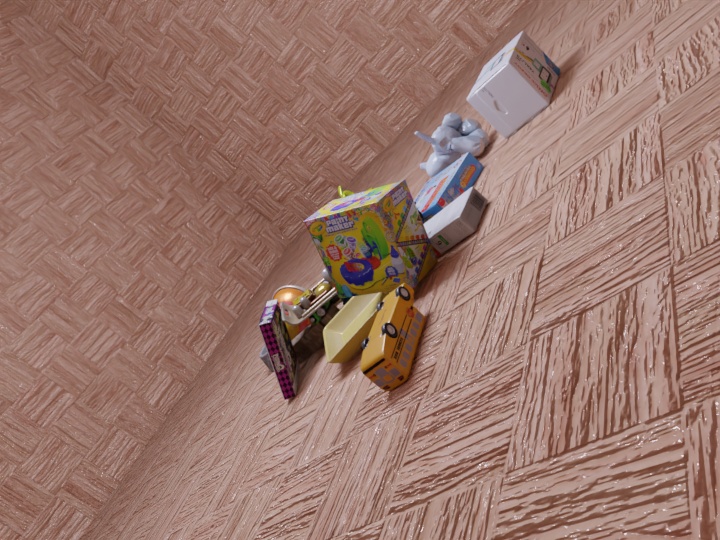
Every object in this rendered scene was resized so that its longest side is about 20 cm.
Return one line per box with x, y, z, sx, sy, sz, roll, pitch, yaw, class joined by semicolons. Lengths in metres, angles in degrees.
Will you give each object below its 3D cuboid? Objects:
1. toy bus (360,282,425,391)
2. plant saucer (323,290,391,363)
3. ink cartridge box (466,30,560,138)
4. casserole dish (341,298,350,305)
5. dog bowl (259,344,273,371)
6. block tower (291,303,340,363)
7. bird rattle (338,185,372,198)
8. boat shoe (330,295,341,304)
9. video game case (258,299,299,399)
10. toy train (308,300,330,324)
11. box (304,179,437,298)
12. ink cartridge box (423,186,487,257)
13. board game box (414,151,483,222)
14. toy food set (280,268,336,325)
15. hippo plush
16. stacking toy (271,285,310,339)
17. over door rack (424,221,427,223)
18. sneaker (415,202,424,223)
0.060;0.110;1.096;0.065;0.078;0.200;-42;13;35;toy bus
0.003;0.108;1.379;0.200;0.048;0.200;-49;15;8;plant saucer
0.385;-0.464;1.563;0.146;0.147;0.200;-37;17;44;ink cartridge box
0.000;0.000;1.637;0.200;0.039;0.121;-56;-13;10;casserole dish
-0.234;0.214;1.925;0.200;0.059;0.200;-46;12;12;dog bowl
-0.122;0.173;1.646;0.200;0.054;0.058;-43;12;31;block tower
-0.004;-0.108;1.571;0.163;0.112;0.201;19;-103;-75;bird rattle
-0.110;0.096;1.835;0.200;0.072;0.076;-43;29;35;boat shoe
-0.198;0.191;1.548;0.036;0.200;0.181;-16;14;1;video game case
-0.098;0.075;1.641;0.056;0.042;0.200;-33;17;20;toy train
0.023;-0.062;1.315;0.200;0.193;0.122;-11;21;38;box
0.181;-0.087;1.357;0.200;0.050;0.109;-39;16;47;ink cartridge box
0.196;-0.180;1.582;0.200;0.056;0.196;-56;13;-30;board game box
-0.120;0.045;1.580;0.200;0.060;0.144;-39;18;2;toy food set
0.250;-0.310;1.693;0.200;0.159;0.161;-40;-28;-39;hippo plush
-0.212;0.148;1.748;0.146;0.146;0.200;-41;12;36;stacking toy
0.083;-0.034;1.510;0.200;0.067;0.148;-35;19;50;over door rack
0.100;-0.125;1.501;0.115;0.081;0.200;-18;24;20;sneaker
